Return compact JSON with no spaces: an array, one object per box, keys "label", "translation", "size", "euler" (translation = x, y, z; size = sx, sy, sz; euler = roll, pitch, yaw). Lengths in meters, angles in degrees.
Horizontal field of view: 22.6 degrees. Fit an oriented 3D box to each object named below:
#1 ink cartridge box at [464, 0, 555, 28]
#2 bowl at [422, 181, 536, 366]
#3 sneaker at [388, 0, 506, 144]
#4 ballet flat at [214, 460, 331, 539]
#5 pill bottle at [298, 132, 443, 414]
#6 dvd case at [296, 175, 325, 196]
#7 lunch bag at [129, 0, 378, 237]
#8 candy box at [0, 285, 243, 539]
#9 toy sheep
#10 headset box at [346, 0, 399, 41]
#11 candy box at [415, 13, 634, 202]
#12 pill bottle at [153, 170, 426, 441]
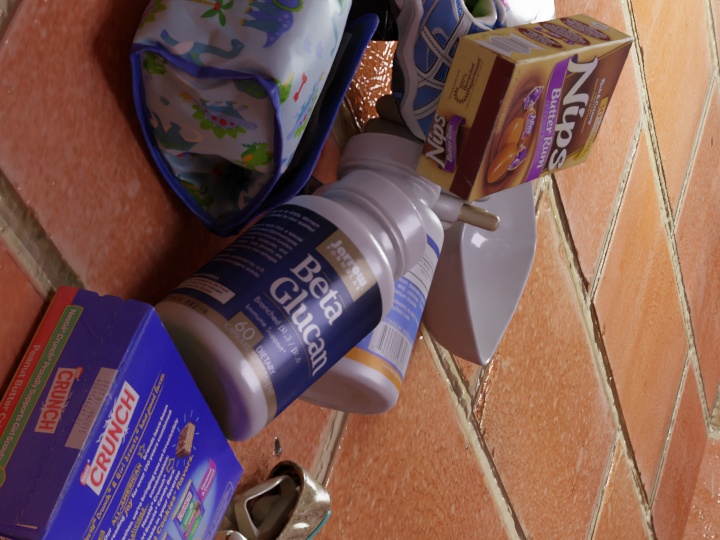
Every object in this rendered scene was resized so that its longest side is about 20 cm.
[{"label":"ink cartridge box","translation":[0.105,-0.238,1.467],"size":[0.200,0.067,0.117],"euler":[75,31,-42]},{"label":"bowl","translation":[0.105,-0.035,1.744],"size":[0.200,0.075,0.200],"euler":[78,30,-41]},{"label":"sneaker","translation":[0.070,-0.174,1.396],"size":[0.076,0.077,0.200],"euler":[-59,150,-42]},{"label":"ballet flat","translation":[-0.087,0.215,1.390],"size":[0.065,0.070,0.200],"euler":[60,32,-16]},{"label":"pill bottle","translation":[0.000,0.000,1.390],"size":[0.112,0.112,0.200],"euler":[56,46,-60]},{"label":"dvd case","translation":[-0.032,0.008,1.489],"size":[0.200,0.018,0.143],"euler":[31,69,-68]},{"label":"lunch bag","translation":[-0.069,-0.138,1.214],"size":[0.200,0.127,0.170],"euler":[95,15,-60]},{"label":"candy box","translation":[-0.160,0.138,1.134],"size":[0.200,0.077,0.169],"euler":[71,35,-51]},{"label":"toy sheep","translation":[0.064,-0.097,1.538],"size":[0.138,0.138,0.200],"euler":[14,94,-69]},{"label":"headset box","translation":[0.030,-0.262,1.468],"size":[0.200,0.077,0.149],"euler":[-13,110,-65]},{"label":"candy box","translation":[0.132,-0.131,1.412],"size":[0.200,0.056,0.117],"euler":[-22,136,-54]},{"label":"pill bottle","translation":[-0.047,0.017,1.253],"size":[0.200,0.111,0.111],"euler":[-41,139,-30]}]
